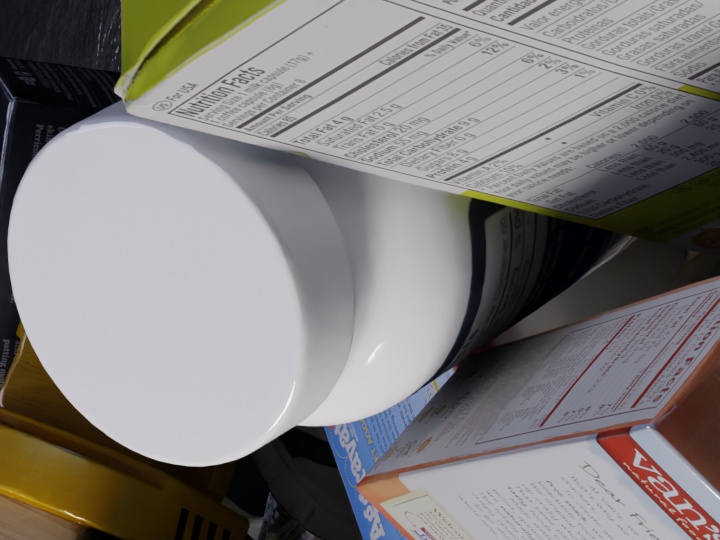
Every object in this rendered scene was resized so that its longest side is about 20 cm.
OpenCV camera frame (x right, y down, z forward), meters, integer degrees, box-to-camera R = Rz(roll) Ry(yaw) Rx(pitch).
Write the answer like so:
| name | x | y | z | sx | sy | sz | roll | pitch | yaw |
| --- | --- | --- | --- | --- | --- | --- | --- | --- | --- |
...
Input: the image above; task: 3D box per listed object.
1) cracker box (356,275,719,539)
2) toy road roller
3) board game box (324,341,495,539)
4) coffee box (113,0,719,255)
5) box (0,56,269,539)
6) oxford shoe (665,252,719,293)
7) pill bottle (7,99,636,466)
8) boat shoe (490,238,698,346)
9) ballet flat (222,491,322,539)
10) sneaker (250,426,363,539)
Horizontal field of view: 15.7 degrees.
| name | x | y | z | sx | sy | sz | roll | pitch | yaw |
| --- | --- | --- | --- | --- | --- | --- | --- | --- | --- |
| cracker box | 0.093 | 0.073 | 0.656 | 0.058 | 0.134 | 0.200 | -48 | 9 | -18 |
| toy road roller | -0.095 | 0.094 | 1.016 | 0.146 | 0.123 | 0.200 | -68 | -22 | -8 |
| board game box | 0.000 | 0.000 | 0.905 | 0.103 | 0.019 | 0.200 | 117 | 142 | -47 |
| coffee box | 0.074 | -0.139 | 0.612 | 0.200 | 0.198 | 0.200 | -26 | 59 | 52 |
| box | -0.087 | 0.020 | 1.160 | 0.104 | 0.182 | 0.200 | -134 | 53 | -69 |
| oxford shoe | 0.117 | 0.012 | 0.698 | 0.200 | 0.074 | 0.071 | 180 | 96 | -72 |
| pill bottle | 0.001 | -0.025 | 0.729 | 0.116 | 0.200 | 0.116 | 13 | 115 | 30 |
| boat shoe | 0.075 | -0.042 | 0.853 | 0.060 | 0.072 | 0.200 | -99 | 11 | -70 |
| ballet flat | -0.037 | 0.122 | 1.119 | 0.072 | 0.072 | 0.200 | -136 | 62 | -68 |
| sneaker | -0.035 | 0.008 | 1.037 | 0.200 | 0.074 | 0.080 | 50 | 138 | 10 |
